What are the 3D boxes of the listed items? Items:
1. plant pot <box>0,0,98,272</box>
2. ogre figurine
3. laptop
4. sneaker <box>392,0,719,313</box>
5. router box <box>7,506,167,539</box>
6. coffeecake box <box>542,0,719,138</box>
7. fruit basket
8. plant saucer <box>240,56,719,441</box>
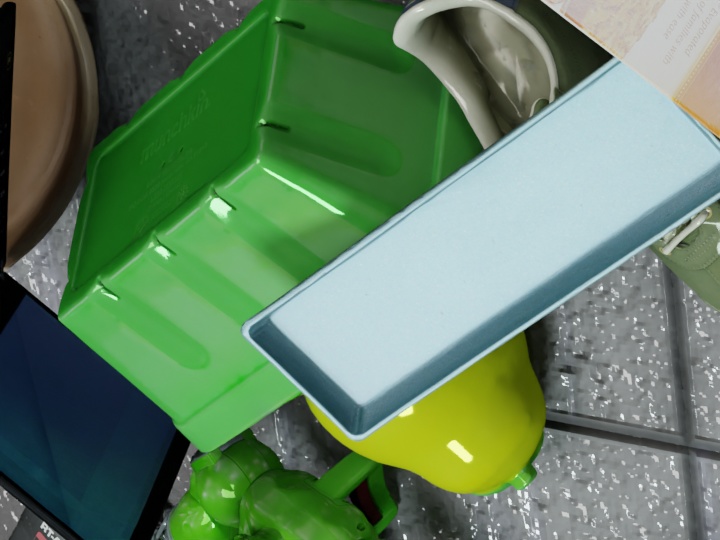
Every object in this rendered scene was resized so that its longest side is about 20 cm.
[{"bbox_3d":[-0.225,-0.092,1.385,0.093,0.200,0.201,-116,20,-67],"label":"plant pot"},{"bbox_3d":[-0.023,0.142,1.344,0.200,0.098,0.120,-124,22,-45],"label":"ogre figurine"},{"bbox_3d":[-0.128,0.005,1.283,0.103,0.177,0.201,6,109,3],"label":"laptop"},{"bbox_3d":[0.089,-0.045,1.152,0.200,0.090,0.067,50,133,12],"label":"sneaker"},{"bbox_3d":[-0.105,0.211,1.469,0.200,0.062,0.150,47,134,15],"label":"router box"},{"bbox_3d":[0.115,-0.156,1.040,0.200,0.073,0.154,41,107,28],"label":"coffeecake box"},{"bbox_3d":[0.000,0.000,1.248,0.215,0.156,0.216,5,146,3],"label":"fruit basket"},{"bbox_3d":[0.048,-0.010,1.128,0.200,0.019,0.070,-35,112,27],"label":"plant saucer"}]
